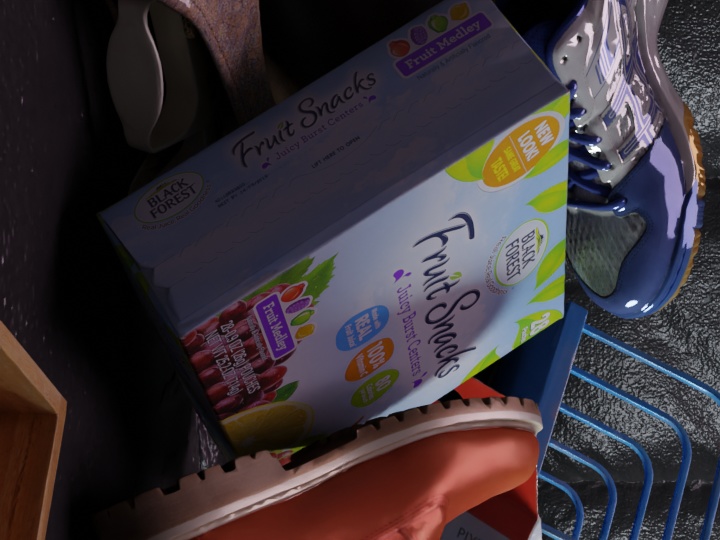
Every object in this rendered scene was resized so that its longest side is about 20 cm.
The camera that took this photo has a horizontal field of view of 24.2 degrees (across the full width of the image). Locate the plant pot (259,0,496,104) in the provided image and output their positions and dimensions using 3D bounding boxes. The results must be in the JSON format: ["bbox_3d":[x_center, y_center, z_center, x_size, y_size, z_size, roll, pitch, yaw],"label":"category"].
[{"bbox_3d":[0.018,-0.145,0.784,0.198,0.200,0.201,62,29,-55],"label":"plant pot"}]

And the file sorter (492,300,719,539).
[{"bbox_3d":[0.112,0.138,1.000,0.200,0.123,0.139,-48,-163,58],"label":"file sorter"}]

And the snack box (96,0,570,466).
[{"bbox_3d":[0.000,0.000,0.681,0.068,0.168,0.200,53,-11,23],"label":"snack box"}]

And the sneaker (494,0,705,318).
[{"bbox_3d":[0.086,-0.075,0.696,0.088,0.075,0.200,-14,99,-42],"label":"sneaker"}]

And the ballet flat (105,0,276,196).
[{"bbox_3d":[-0.068,-0.058,0.660,0.067,0.068,0.200,-57,151,-34],"label":"ballet flat"}]

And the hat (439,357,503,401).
[{"bbox_3d":[0.024,0.062,1.044,0.201,0.081,0.201,-51,-173,8],"label":"hat"}]

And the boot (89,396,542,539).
[{"bbox_3d":[0.001,0.114,0.662,0.075,0.200,0.107,-35,-105,57],"label":"boot"}]

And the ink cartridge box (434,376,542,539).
[{"bbox_3d":[0.024,0.128,0.895,0.057,0.162,0.200,-37,136,-28],"label":"ink cartridge box"}]

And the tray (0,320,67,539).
[{"bbox_3d":[-0.120,0.107,0.420,0.099,0.037,0.200,70,22,-62],"label":"tray"}]
